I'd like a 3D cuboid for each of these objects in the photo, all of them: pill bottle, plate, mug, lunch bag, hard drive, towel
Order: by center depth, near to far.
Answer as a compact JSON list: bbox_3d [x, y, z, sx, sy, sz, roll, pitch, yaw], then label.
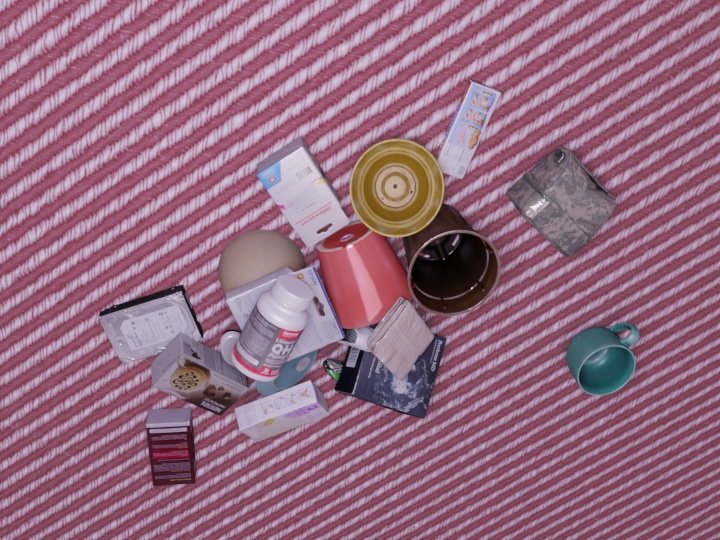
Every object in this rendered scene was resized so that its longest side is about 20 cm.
[{"bbox_3d":[-0.172,0.113,1.481,0.110,0.111,0.201,22,112,-20],"label":"pill bottle"},{"bbox_3d":[0.090,0.151,1.595,0.133,0.034,0.200,-51,144,-7],"label":"towel"},{"bbox_3d":[0.448,-0.153,1.624,0.199,0.140,0.168,38,108,-26],"label":"lunch bag"},{"bbox_3d":[-0.474,0.125,1.683,0.197,0.038,0.141,-16,119,0],"label":"hard drive"},{"bbox_3d":[-0.158,0.217,1.723,0.199,0.026,0.202,-35,147,-27],"label":"plate"},{"bbox_3d":[0.612,0.214,1.866,0.183,0.115,0.153,-21,119,2],"label":"mug"}]

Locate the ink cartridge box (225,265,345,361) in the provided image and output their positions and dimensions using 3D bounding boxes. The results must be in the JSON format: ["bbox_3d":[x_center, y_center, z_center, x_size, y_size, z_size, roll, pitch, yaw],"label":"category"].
[{"bbox_3d":[-0.156,0.095,1.562,0.198,0.041,0.201,-21,119,2],"label":"ink cartridge box"}]

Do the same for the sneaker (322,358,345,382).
[{"bbox_3d":[0.001,0.233,1.807,0.197,0.078,0.086,9,110,-24],"label":"sneaker"}]

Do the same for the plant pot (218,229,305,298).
[{"bbox_3d":[-0.213,0.031,1.619,0.197,0.135,0.203,-4,120,-7],"label":"plant pot"}]

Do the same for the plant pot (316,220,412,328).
[{"bbox_3d":[0.000,0.000,1.615,0.198,0.201,0.179,-22,112,3],"label":"plant pot"}]

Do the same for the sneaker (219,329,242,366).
[{"bbox_3d":[-0.269,0.165,1.688,0.072,0.113,0.200,-29,140,5],"label":"sneaker"}]

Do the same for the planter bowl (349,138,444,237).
[{"bbox_3d":[0.075,-0.176,1.567,0.197,0.083,0.204,0,99,0],"label":"planter bowl"}]

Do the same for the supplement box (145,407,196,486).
[{"bbox_3d":[-0.469,0.440,1.842,0.107,0.061,0.202,-1,118,-8],"label":"supplement box"}]

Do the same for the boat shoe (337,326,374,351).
[{"bbox_3d":[-0.034,0.128,1.669,0.066,0.199,0.075,17,88,-35],"label":"boat shoe"}]

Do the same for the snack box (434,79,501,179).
[{"bbox_3d":[0.224,-0.298,1.574,0.071,0.024,0.202,15,115,-16],"label":"snack box"}]

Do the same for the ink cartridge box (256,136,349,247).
[{"bbox_3d":[-0.119,-0.163,1.566,0.114,0.068,0.201,-29,118,7],"label":"ink cartridge box"}]

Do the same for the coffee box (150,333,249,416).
[{"bbox_3d":[-0.371,0.245,1.717,0.113,0.080,0.199,-43,128,17],"label":"coffee box"}]

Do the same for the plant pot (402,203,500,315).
[{"bbox_3d":[0.182,-0.039,1.609,0.197,0.199,0.203,-4,119,-6],"label":"plant pot"}]

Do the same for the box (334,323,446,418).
[{"bbox_3d":[0.071,0.219,1.729,0.198,0.117,0.199,21,79,-20],"label":"box"}]

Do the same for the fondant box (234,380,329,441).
[{"bbox_3d":[-0.188,0.344,1.799,0.198,0.059,0.145,-22,154,2],"label":"fondant box"}]
